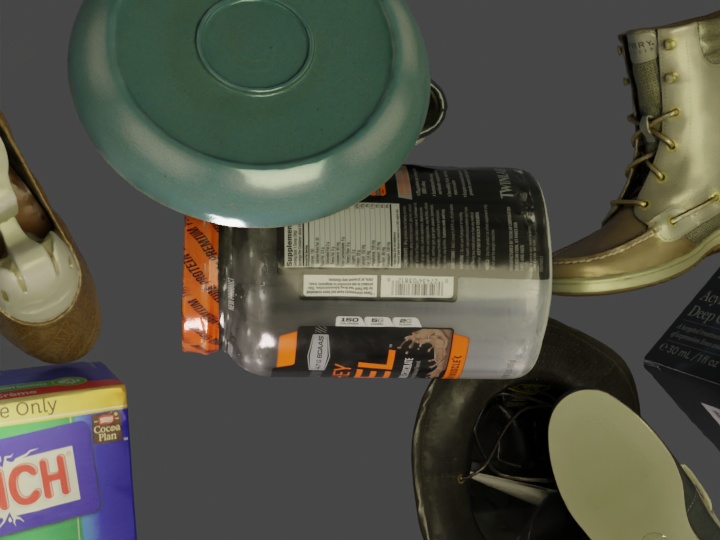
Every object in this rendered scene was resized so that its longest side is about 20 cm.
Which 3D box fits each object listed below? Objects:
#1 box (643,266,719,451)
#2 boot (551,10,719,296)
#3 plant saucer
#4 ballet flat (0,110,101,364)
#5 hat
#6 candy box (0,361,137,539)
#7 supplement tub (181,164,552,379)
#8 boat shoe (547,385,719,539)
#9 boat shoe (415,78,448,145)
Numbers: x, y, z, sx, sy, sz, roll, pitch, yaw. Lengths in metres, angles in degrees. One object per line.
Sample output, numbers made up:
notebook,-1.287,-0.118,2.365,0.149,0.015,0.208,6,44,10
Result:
box,0.316,0.033,1.039,0.200,0.148,0.107,-48,113,-12
boot,0.186,-0.077,1.009,0.200,0.072,0.155,-23,106,-25
plant saucer,-0.058,-0.118,0.856,0.200,0.027,0.200,4,63,-7
ballet flat,-0.192,-0.032,0.844,0.068,0.072,0.200,-28,108,-19
hat,0.093,0.130,0.991,0.200,0.081,0.201,5,80,-31
candy box,-0.208,0.160,0.861,0.169,0.077,0.200,-7,99,-23
supplement tub,0.000,0.000,0.891,0.200,0.123,0.123,1,97,-5
boat shoe,0.179,0.146,0.958,0.071,0.063,0.200,-34,103,19
boat shoe,-0.046,-0.097,0.907,0.200,0.060,0.076,-9,101,-23
